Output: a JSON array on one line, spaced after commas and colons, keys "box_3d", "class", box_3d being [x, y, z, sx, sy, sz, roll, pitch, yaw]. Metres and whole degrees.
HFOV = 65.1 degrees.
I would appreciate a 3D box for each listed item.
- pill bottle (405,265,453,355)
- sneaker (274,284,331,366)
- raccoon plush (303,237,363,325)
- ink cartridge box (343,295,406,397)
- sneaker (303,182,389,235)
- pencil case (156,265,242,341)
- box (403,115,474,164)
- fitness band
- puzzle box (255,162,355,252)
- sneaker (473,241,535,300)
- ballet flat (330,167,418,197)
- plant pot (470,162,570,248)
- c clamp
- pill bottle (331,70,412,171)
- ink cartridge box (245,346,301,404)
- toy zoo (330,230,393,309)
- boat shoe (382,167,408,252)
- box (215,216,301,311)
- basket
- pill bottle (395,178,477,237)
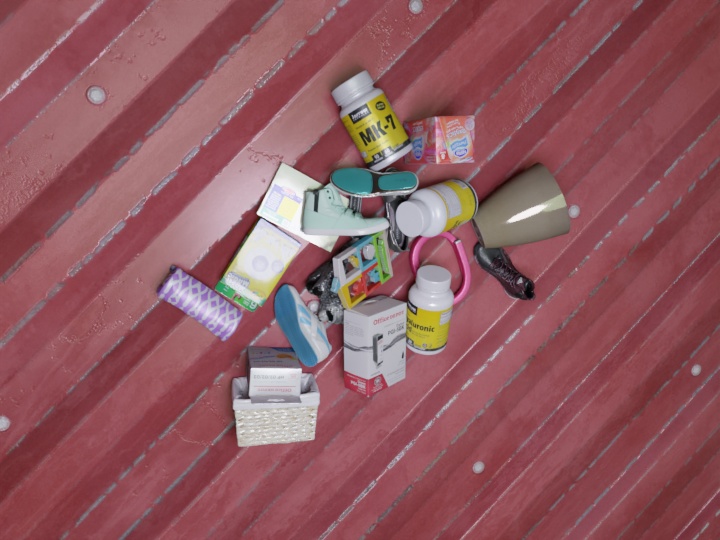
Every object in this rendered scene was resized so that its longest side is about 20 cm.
[{"box_3d": [0.166, 0.094, 1.365, 0.110, 0.112, 0.201, -4, 120, -13], "class": "pill bottle"}, {"box_3d": [-0.138, 0.125, 1.345, 0.076, 0.081, 0.201, -25, 89, 36], "class": "sneaker"}, {"box_3d": [-0.033, 0.039, 1.335, 0.200, 0.097, 0.134, -39, 113, 7], "class": "raccoon plush"}, {"box_3d": [0.037, 0.177, 1.352, 0.146, 0.082, 0.202, -16, 112, -45], "class": "ink cartridge box"}, {"box_3d": [-0.032, -0.141, 1.283, 0.198, 0.074, 0.119, -1, 99, -2], "class": "sneaker"}, {"box_3d": [-0.364, 0.079, 1.274, 0.200, 0.084, 0.085, 38, 124, -15], "class": "pencil case"}, {"box_3d": [0.173, -0.292, 1.280, 0.094, 0.200, 0.104, -6, 103, -15], "class": "box"}, {"box_3d": [0.202, -0.005, 1.424, 0.143, 0.037, 0.201, -22, 104, -9], "class": "fitness band"}, {"box_3d": [-0.127, -0.147, 1.321, 0.199, 0.025, 0.134, 28, 92, -17], "class": "puzzle box"}, {"box_3d": [0.379, 0.003, 1.429, 0.200, 0.115, 0.076, 43, 88, -17], "class": "sneaker"}, {"box_3d": [0.032, -0.192, 1.277, 0.198, 0.069, 0.070, 1, 100, 2], "class": "ballet flat"}, {"box_3d": [0.377, -0.136, 1.384, 0.199, 0.187, 0.188, -24, 105, 4], "class": "plant pot"}, {"box_3d": [0.045, -0.142, 1.362, 0.169, 0.027, 0.202, -4, 104, -23], "class": "c clamp"}, {"box_3d": [0.024, -0.337, 1.278, 0.114, 0.114, 0.201, -33, 103, -6], "class": "pill bottle"}, {"box_3d": [-0.197, 0.234, 1.280, 0.114, 0.200, 0.068, 3, 99, -15], "class": "ink cartridge box"}, {"box_3d": [0.000, 0.000, 1.312, 0.200, 0.020, 0.132, -36, 125, -38], "class": "toy zoo"}, {"box_3d": [0.091, -0.141, 1.336, 0.066, 0.057, 0.202, -9, 106, -21], "class": "boat shoe"}, {"box_3d": [-0.239, -0.010, 1.307, 0.117, 0.048, 0.201, 32, 92, -17], "class": "box"}, {"box_3d": [-0.201, 0.327, 1.331, 0.198, 0.136, 0.125, -2, 103, -13], "class": "basket"}, {"box_3d": [0.176, -0.142, 1.314, 0.199, 0.112, 0.113, -23, 107, -41], "class": "pill bottle"}]
